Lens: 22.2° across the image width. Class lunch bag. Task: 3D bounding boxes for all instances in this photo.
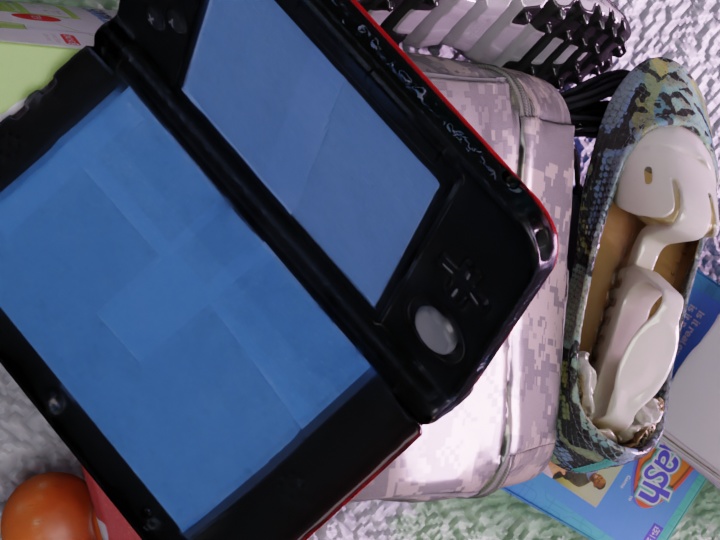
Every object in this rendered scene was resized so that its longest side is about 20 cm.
[{"bbox_3d":[0.000,0.000,0.778,0.139,0.167,0.202,6,95,26],"label":"lunch bag"}]

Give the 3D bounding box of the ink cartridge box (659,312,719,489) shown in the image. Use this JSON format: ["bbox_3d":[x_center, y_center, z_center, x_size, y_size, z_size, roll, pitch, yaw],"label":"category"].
[{"bbox_3d":[0.254,0.075,0.943,0.145,0.084,0.200,-53,139,0],"label":"ink cartridge box"}]

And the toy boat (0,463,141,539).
[{"bbox_3d":[-0.109,0.120,0.875,0.130,0.131,0.201,-8,109,16],"label":"toy boat"}]

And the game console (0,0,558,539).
[{"bbox_3d":[-0.055,-0.015,0.640,0.118,0.173,0.200,-34,75,-30],"label":"game console"}]

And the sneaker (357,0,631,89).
[{"bbox_3d":[0.050,-0.142,0.867,0.199,0.091,0.066,5,145,-40],"label":"sneaker"}]

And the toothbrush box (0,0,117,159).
[{"bbox_3d":[-0.177,-0.069,0.773,0.199,0.146,0.087,5,103,-18],"label":"toothbrush box"}]

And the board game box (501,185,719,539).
[{"bbox_3d":[0.108,0.046,0.950,0.199,0.045,0.153,32,92,-22],"label":"board game box"}]

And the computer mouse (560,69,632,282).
[{"bbox_3d":[0.091,0.008,0.885,0.139,0.046,0.201,-6,105,-18],"label":"computer mouse"}]

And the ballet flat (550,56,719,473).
[{"bbox_3d":[0.134,-0.002,0.844,0.074,0.074,0.201,15,85,-21],"label":"ballet flat"}]
